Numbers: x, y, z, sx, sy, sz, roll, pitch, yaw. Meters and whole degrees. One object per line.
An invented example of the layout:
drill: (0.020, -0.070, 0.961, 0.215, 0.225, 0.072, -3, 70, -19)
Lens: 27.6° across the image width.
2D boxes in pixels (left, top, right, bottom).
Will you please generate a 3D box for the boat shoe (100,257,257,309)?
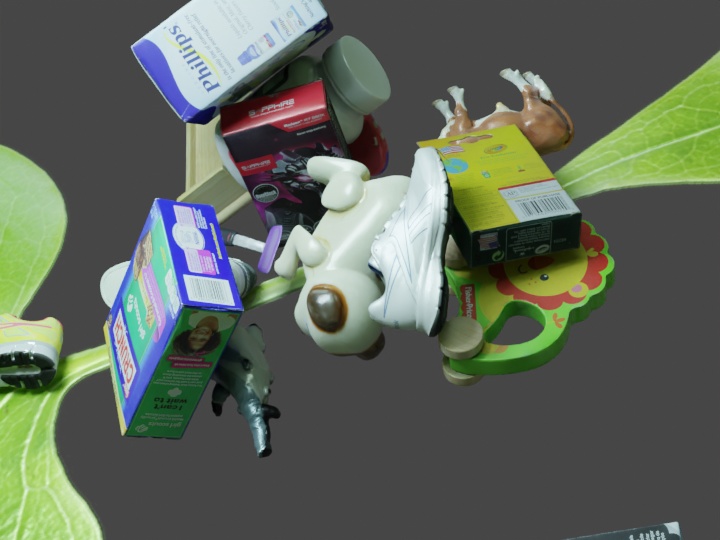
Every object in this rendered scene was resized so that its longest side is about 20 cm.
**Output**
boat shoe: (-0.214, 0.018, 1.729, 0.198, 0.074, 0.062, -5, 5, 26)

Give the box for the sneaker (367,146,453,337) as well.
sneaker: (0.052, -0.034, 1.508, 0.086, 0.075, 0.202, 3, 73, 10)

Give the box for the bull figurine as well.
bull figurine: (0.148, -0.161, 1.721, 0.198, 0.065, 0.122, -16, 79, -4)

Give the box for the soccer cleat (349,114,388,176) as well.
soccer cleat: (-0.019, -0.190, 1.827, 0.200, 0.076, 0.067, 47, 110, 28)

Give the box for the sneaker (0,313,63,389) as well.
sneaker: (-0.438, 0.092, 1.732, 0.198, 0.079, 0.091, 1, 42, 14)

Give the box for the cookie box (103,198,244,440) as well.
cookie box: (-0.207, 0.054, 1.585, 0.075, 0.201, 0.172, 8, 39, -26)

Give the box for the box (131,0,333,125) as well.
box: (-0.139, -0.262, 1.651, 0.199, 0.105, 0.184, -35, 3, 3)

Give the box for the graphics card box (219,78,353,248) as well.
graphics card box: (-0.072, -0.119, 1.684, 0.124, 0.201, 0.051, -15, 49, 6)

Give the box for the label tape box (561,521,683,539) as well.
label tape box: (0.197, 0.314, 1.293, 0.198, 0.064, 0.145, -11, 46, 11)

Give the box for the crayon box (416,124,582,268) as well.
crayon box: (0.148, -0.085, 1.606, 0.126, 0.051, 0.201, -10, 36, -10)

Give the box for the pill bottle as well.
pill bottle: (-0.066, -0.184, 1.740, 0.199, 0.119, 0.120, -34, 40, 27)

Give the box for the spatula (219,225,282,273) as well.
spatula: (-0.135, -0.033, 1.707, 0.200, 0.020, 0.057, 15, 85, 59)

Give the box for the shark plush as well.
shark plush: (-0.133, 0.127, 1.608, 0.083, 0.091, 0.201, -42, 61, 13)

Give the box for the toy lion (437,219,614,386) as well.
toy lion: (0.178, 0.022, 1.568, 0.190, 0.069, 0.201, -4, 49, 7)

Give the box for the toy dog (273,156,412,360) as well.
toy dog: (0.000, 0.000, 1.606, 0.193, 0.140, 0.201, 7, 65, 31)

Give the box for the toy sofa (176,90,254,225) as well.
toy sofa: (-0.170, -0.146, 1.840, 0.083, 0.097, 0.201, -32, 41, 26)
